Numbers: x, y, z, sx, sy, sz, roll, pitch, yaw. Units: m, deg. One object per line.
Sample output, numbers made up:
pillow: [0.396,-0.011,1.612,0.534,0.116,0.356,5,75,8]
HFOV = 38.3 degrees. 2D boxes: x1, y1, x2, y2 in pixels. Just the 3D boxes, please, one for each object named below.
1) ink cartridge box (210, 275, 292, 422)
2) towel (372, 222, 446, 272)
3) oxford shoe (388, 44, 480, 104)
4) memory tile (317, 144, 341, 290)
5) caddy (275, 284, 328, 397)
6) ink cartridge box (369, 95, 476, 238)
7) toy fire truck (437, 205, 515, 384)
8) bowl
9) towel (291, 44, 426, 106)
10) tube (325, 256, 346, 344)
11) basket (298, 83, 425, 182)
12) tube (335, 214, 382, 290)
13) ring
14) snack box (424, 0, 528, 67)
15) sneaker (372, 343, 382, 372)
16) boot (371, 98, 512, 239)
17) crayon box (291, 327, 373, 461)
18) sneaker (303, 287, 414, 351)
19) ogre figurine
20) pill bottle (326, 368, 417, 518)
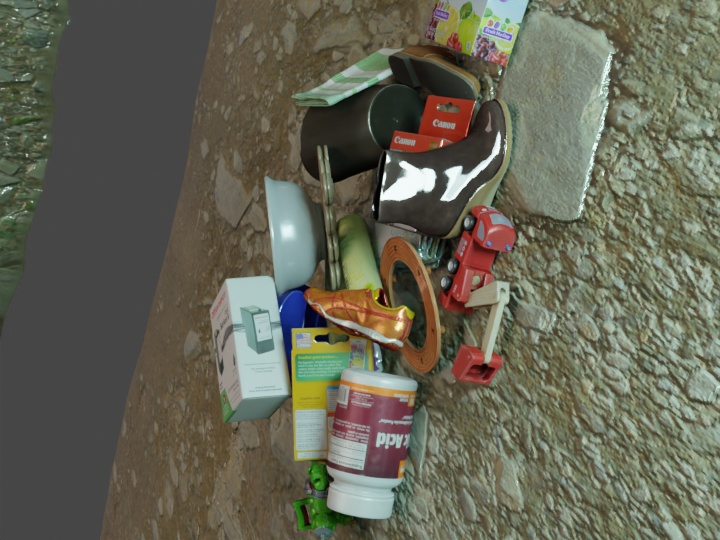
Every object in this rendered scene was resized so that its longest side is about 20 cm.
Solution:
ink cartridge box: [-0.180,0.127,1.669,0.146,0.084,0.201,129,134,-60]
towel: [0.078,-0.085,1.576,0.200,0.048,0.172,-6,73,64]
oxford shoe: [0.122,-0.302,1.545,0.200,0.071,0.072,39,158,48]
memory tile: [-0.049,-0.084,1.639,0.154,0.017,0.201,-103,7,-60]
caddy: [-0.112,0.120,1.795,0.105,0.141,0.201,-7,74,61]
ink cartridge box: [0.088,-0.155,1.475,0.109,0.050,0.201,19,94,50]
toy fire truck: [0.158,0.030,1.353,0.201,0.049,0.141,-70,27,20]
bowl: [-0.105,-0.060,1.713,0.201,0.090,0.202,175,90,-86]
towel: [-0.001,-0.316,1.680,0.152,0.199,0.023,20,136,62]
tube: [-0.038,0.060,1.731,0.052,0.058,0.201,-22,57,42]
basket: [0.012,-0.232,1.674,0.200,0.136,0.181,1,57,60]
tube: [0.000,0.000,1.596,0.058,0.052,0.201,87,173,-50]
ring: [0.075,0.048,1.491,0.200,0.019,0.202,168,90,-72]
snack box: [0.176,-0.404,1.456,0.169,0.067,0.201,45,120,62]
sneaker: [-0.031,0.190,1.657,0.201,0.088,0.081,-68,25,19]
boot: [0.109,-0.144,1.382,0.072,0.166,0.201,27,105,64]
crayon box: [-0.042,0.186,1.587,0.052,0.125,0.201,-175,83,-87]
sneaker: [0.000,0.057,1.515,0.199,0.073,0.077,20,79,37]
ogre figurine: [-0.056,0.347,1.630,0.200,0.098,0.121,-174,83,-72]
pill bottle: [0.013,0.250,1.506,0.114,0.114,0.201,5,86,65]
